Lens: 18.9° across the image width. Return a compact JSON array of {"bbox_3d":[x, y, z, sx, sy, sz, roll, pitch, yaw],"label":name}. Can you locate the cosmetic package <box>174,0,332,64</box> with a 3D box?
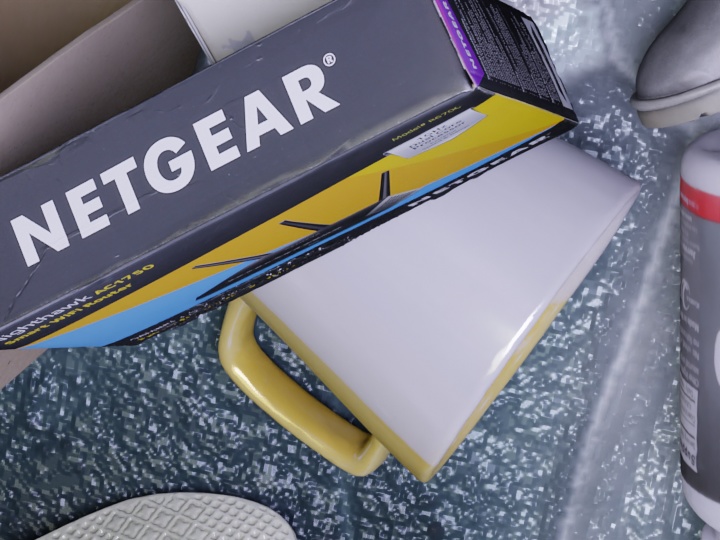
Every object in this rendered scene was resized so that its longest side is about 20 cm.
[{"bbox_3d":[-0.034,-0.165,0.810,0.071,0.201,0.106,-22,119,15],"label":"cosmetic package"}]

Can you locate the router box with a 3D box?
[{"bbox_3d":[-0.035,-0.034,0.760,0.199,0.149,0.051,-26,81,17],"label":"router box"}]

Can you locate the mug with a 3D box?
[{"bbox_3d":[0.001,-0.003,0.894,0.153,0.149,0.187,36,102,6],"label":"mug"}]

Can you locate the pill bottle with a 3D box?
[{"bbox_3d":[0.188,0.046,0.888,0.113,0.114,0.202,0,106,9],"label":"pill bottle"}]

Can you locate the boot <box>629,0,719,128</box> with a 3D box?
[{"bbox_3d":[0.141,-0.181,0.854,0.181,0.073,0.201,-34,105,3],"label":"boot"}]

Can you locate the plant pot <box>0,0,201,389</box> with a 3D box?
[{"bbox_3d":[-0.191,-0.052,0.877,0.199,0.200,0.178,20,123,17],"label":"plant pot"}]

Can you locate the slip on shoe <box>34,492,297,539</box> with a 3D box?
[{"bbox_3d":[-0.120,0.157,1.003,0.199,0.074,0.061,-20,137,8],"label":"slip on shoe"}]
